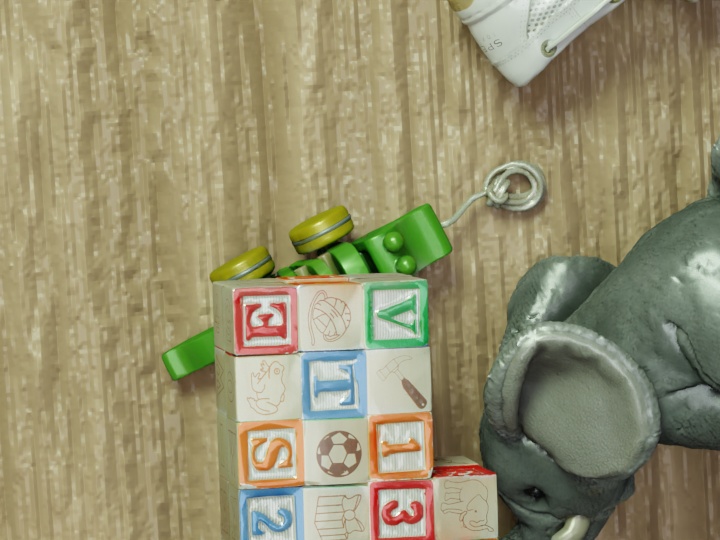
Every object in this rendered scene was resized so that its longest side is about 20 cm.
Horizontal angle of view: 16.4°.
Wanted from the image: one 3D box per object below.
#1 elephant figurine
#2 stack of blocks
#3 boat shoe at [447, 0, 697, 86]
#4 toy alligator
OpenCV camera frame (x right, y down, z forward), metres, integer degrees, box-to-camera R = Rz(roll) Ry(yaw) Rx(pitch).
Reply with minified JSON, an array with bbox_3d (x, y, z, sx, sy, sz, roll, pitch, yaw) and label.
[{"bbox_3d":[0.109,0.057,1.134,0.199,0.142,0.156,-17,67,10],"label":"elephant figurine"},{"bbox_3d":[-0.002,0.103,1.094,0.114,0.059,0.201,-3,93,-12],"label":"stack of blocks"},{"bbox_3d":[0.138,-0.155,1.147,0.199,0.071,0.069,-33,101,3],"label":"boat shoe"},{"bbox_3d":[0.000,0.000,1.146,0.199,0.054,0.060,-27,97,-4],"label":"toy alligator"}]
